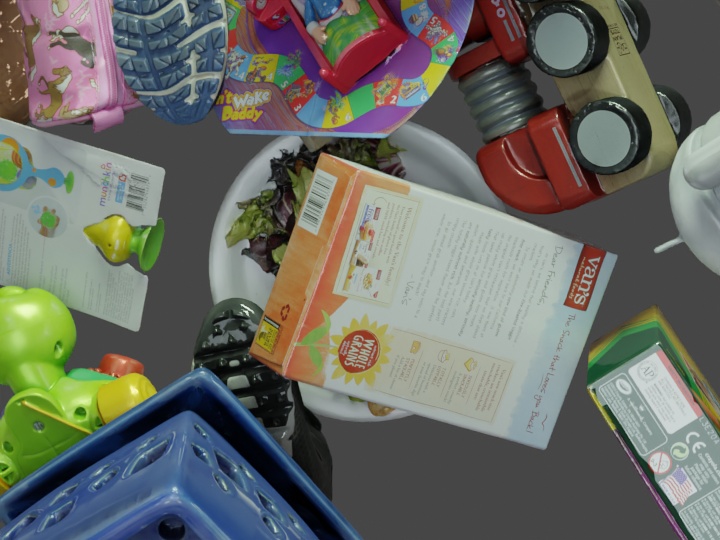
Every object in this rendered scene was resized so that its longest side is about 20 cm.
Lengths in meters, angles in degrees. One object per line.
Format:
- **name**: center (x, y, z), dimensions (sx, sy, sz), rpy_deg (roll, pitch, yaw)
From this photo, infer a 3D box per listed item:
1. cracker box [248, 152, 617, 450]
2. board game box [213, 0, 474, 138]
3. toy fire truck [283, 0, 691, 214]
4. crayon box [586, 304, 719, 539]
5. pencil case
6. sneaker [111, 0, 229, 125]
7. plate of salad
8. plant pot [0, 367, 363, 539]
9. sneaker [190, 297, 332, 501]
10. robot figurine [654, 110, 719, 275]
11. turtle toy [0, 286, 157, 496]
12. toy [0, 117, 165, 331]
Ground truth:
- **cracker box**: center (0.046, 0.021, 1.715), dimensions (0.200, 0.058, 0.134), rpy_deg (18, 96, -29)
- **board game box**: center (-0.025, -0.162, 1.701), dimensions (0.200, 0.039, 0.158), rpy_deg (4, 74, 35)
- **toy fire truck**: center (0.075, -0.108, 1.728), dimensions (0.200, 0.129, 0.176), rpy_deg (-24, 89, 29)
- **crayon box**: center (0.215, 0.126, 1.702), dimensions (0.058, 0.173, 0.200), rpy_deg (-33, 93, 9)
- **pencil case**: center (-0.184, -0.188, 1.750), dimensions (0.083, 0.087, 0.200), rpy_deg (-6, 98, 14)
- **sneaker**: center (-0.109, -0.192, 1.726), dimensions (0.077, 0.085, 0.200), rpy_deg (-4, 96, 22)
- **plate of salad**: center (0.000, 0.000, 1.774), dimensions (0.200, 0.048, 0.200), rpy_deg (1, 98, 7)
- **plant pot**: center (-0.114, 0.189, 1.656), dimensions (0.200, 0.180, 0.200), rpy_deg (-33, 113, 20)
- **sneaker**: center (-0.060, 0.102, 1.768), dimensions (0.066, 0.091, 0.200), rpy_deg (-11, 111, 11)
- **robot figurine**: center (0.267, -0.064, 1.680), dimensions (0.200, 0.170, 0.113), rpy_deg (-38, 56, 34)
- **turtle toy**: center (-0.181, 0.101, 1.770), dimensions (0.146, 0.101, 0.200), rpy_deg (-24, 116, 16)
- **toy**: center (-0.216, -0.047, 1.786), dimensions (0.200, 0.047, 0.115), rpy_deg (19, 116, 18)
